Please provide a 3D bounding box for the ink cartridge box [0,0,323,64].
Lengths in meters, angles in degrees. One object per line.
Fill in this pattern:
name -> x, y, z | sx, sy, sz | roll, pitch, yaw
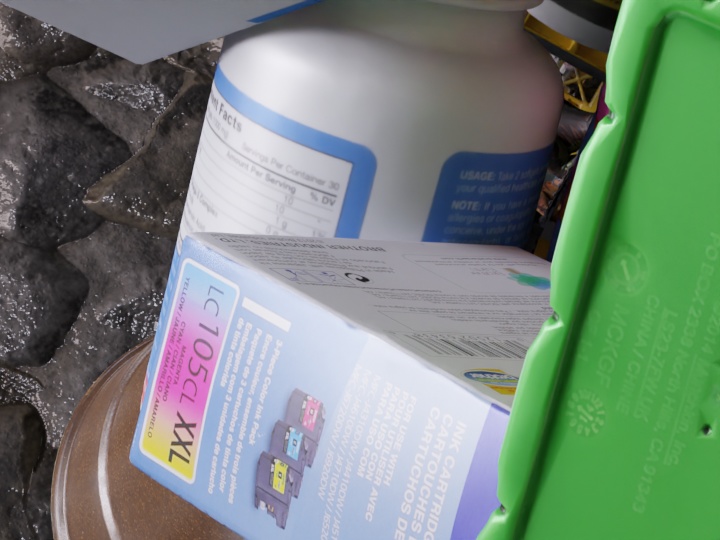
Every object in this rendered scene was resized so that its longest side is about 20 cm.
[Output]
ink cartridge box -> -0.040, -0.180, 0.894 | 0.144, 0.084, 0.201 | -13, 61, 50

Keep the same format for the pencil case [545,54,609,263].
pencil case -> 0.097, -0.013, 0.932 | 0.088, 0.088, 0.201 | -101, 26, -71

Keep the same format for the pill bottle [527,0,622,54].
pill bottle -> 0.114, -0.173, 0.953 | 0.112, 0.111, 0.201 | -86, 11, -45

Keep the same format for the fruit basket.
fruit basket -> 0.121, 0.010, 0.661 | 0.215, 0.155, 0.217 | -33, -43, -38

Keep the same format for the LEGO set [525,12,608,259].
LEGO set -> 0.049, -0.068, 1.144 | 0.154, 0.115, 0.200 | -59, 9, 17

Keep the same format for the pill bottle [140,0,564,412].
pill bottle -> 0.002, -0.029, 0.947 | 0.112, 0.111, 0.201 | -99, 23, -70

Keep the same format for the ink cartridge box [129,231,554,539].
ink cartridge box -> 0.049, 0.055, 0.811 | 0.200, 0.136, 0.077 | 25, 108, 48

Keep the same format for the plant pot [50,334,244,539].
plant pot -> -0.016, 0.077, 1.287 | 0.198, 0.199, 0.201 | 129, 152, -59
